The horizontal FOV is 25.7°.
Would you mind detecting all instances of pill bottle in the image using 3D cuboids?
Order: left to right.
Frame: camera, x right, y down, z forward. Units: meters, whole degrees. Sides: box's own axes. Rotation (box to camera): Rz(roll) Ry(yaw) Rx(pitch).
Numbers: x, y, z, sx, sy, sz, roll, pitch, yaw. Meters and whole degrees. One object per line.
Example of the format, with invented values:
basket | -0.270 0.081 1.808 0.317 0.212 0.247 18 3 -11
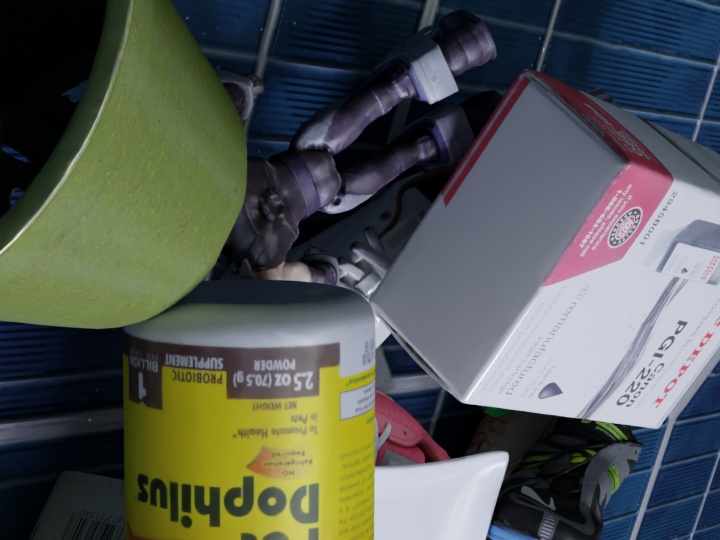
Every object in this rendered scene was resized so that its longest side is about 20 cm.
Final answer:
pill bottle | -0.047 0.109 0.679 0.109 0.108 0.203 -8 100 -50

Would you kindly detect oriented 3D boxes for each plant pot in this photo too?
plant pot | -0.130 -0.057 0.566 0.202 0.199 0.190 -62 158 -4

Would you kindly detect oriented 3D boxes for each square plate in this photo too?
square plate | -0.007 0.188 0.831 0.199 0.028 0.200 5 104 -55

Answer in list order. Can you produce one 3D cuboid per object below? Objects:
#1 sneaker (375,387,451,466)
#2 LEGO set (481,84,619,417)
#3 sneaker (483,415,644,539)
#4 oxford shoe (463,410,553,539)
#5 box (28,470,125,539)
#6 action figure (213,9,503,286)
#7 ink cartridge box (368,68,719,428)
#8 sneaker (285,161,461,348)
sneaker | -0.006 0.087 0.877 0.200 0.086 0.074 27 88 -55
LEGO set | 0.108 -0.019 0.972 0.152 0.116 0.201 -24 144 -19
sneaker | 0.126 0.121 0.956 0.083 0.070 0.200 -69 168 21
oxford shoe | 0.087 0.125 1.058 0.199 0.070 0.075 -29 111 -45
box | -0.092 0.182 0.817 0.201 0.081 0.069 58 46 -49
action figure | -0.019 -0.048 0.759 0.199 0.069 0.131 -30 115 -20
ink cartridge box | 0.122 -0.002 0.817 0.199 0.085 0.146 11 118 -52
sneaker | 0.000 0.000 0.823 0.200 0.073 0.085 -45 -175 -39
